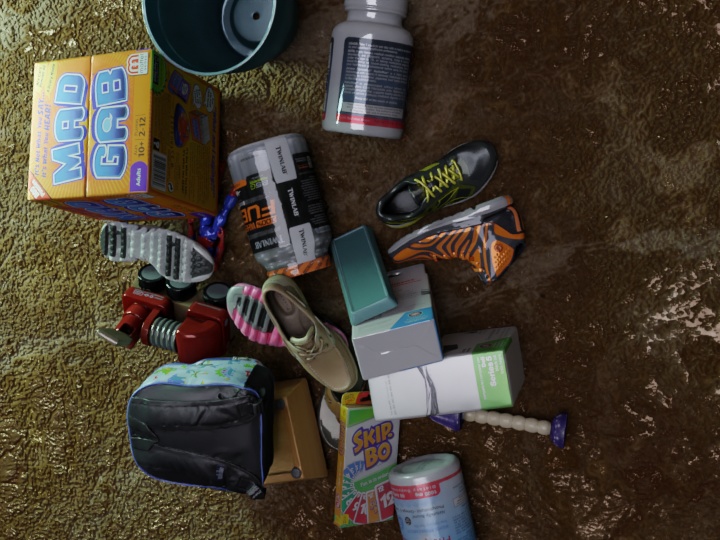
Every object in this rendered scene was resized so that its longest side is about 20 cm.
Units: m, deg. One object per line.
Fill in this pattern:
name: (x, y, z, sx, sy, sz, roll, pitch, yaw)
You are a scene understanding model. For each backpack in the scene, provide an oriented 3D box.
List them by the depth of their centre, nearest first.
backpack: (-0.224, 0.217, 1.438, 0.198, 0.147, 0.185, 3, 109, 5)

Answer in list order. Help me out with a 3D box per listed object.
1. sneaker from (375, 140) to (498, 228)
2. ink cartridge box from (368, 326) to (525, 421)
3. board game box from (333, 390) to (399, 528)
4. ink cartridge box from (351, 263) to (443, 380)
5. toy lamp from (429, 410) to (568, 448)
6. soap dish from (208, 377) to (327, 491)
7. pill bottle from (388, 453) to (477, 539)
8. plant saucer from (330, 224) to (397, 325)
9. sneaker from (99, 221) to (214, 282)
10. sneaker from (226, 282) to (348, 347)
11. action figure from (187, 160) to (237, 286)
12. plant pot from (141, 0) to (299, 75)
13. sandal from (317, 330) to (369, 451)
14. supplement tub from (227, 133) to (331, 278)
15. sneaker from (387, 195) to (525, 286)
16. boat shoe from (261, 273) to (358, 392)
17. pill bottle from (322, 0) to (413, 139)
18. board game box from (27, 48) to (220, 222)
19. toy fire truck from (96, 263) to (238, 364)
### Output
sneaker: (0.108, -0.116, 1.426, 0.199, 0.085, 0.075, -33, 87, 17)
ink cartridge box: (0.123, 0.145, 1.418, 0.198, 0.145, 0.085, -9, 97, 17)
board game box: (0.011, 0.281, 1.501, 0.030, 0.095, 0.202, 11, 101, 59)
ink cartridge box: (0.051, 0.068, 1.412, 0.115, 0.200, 0.067, -14, 111, 7)
toy lamp: (0.199, 0.215, 1.452, 0.198, 0.058, 0.059, 6, 98, 15)
soap dish: (-0.163, 0.261, 1.552, 0.198, 0.081, 0.159, -11, 93, 19)
pill bottle: (0.113, 0.380, 1.468, 0.108, 0.109, 0.202, -13, 92, 17)
plant saucer: (0.000, 0.000, 1.422, 0.069, 0.201, 0.019, -24, 124, 5)
sneaker: (-0.301, -0.036, 1.535, 0.198, 0.081, 0.076, 18, 106, 23)
sneaker: (-0.108, 0.074, 1.503, 0.199, 0.095, 0.079, 29, 108, -3)
action figure: (-0.234, -0.067, 1.555, 0.065, 0.052, 0.202, 21, 104, 10)
plant pot: (-0.180, -0.376, 1.429, 0.198, 0.188, 0.202, 2, 98, 16)
sandal: (-0.016, 0.179, 1.512, 0.081, 0.055, 0.202, 24, 102, 13)
supplement tub: (-0.115, -0.091, 1.476, 0.121, 0.122, 0.202, -16, 91, 17)
sneaker: (0.142, -0.023, 1.431, 0.198, 0.078, 0.113, -21, 89, 18)
boat shoe: (-0.077, 0.099, 1.424, 0.071, 0.065, 0.201, -37, 100, 11)
pill bottle: (0.014, -0.293, 1.416, 0.118, 0.120, 0.202, 9, 99, 15)
board game box: (-0.340, -0.188, 1.466, 0.198, 0.200, 0.202, -2, 82, 20)
toy fire truck: (-0.296, 0.086, 1.491, 0.174, 0.201, 0.130, 15, 132, 14)
